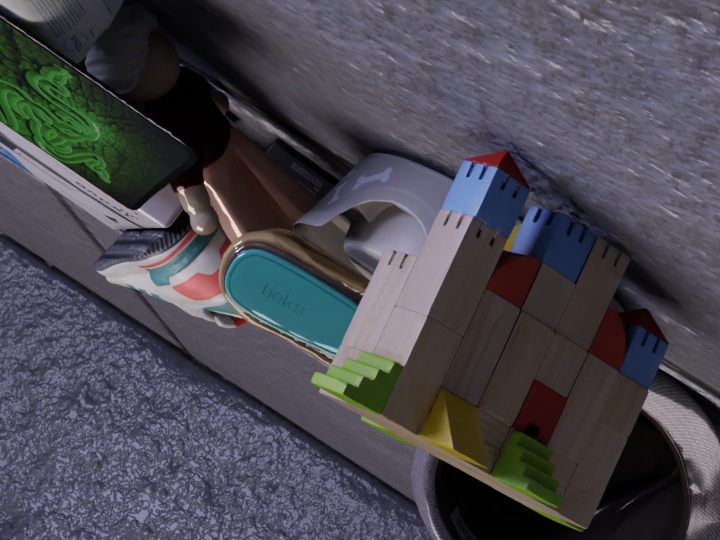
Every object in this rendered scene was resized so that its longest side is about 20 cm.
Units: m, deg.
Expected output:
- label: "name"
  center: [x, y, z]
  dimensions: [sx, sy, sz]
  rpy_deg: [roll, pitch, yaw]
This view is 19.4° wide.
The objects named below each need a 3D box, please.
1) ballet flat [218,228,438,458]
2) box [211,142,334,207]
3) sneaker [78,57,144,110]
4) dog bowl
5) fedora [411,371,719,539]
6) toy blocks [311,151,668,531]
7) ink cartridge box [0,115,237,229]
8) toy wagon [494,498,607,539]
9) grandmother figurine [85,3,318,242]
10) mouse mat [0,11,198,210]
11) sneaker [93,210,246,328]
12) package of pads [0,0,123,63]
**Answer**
- label: "ballet flat"
  center: [0.016, 0.037, 1.145]
  dimensions: [0.200, 0.069, 0.063]
  rpy_deg: [36, -161, 2]
- label: "box"
  center: [0.000, 0.000, 1.369]
  dimensions: [0.200, 0.050, 0.158]
  rpy_deg: [36, 172, -8]
- label: "sneaker"
  center: [-0.194, -0.132, 1.221]
  dimensions: [0.200, 0.077, 0.082]
  rpy_deg: [38, 179, -5]
- label: "dog bowl"
  center: [0.061, 0.008, 1.160]
  dimensions: [0.200, 0.059, 0.200]
  rpy_deg: [33, 172, 5]
- label: "fedora"
  center: [0.135, 0.122, 1.290]
  dimensions: [0.090, 0.199, 0.178]
  rpy_deg: [-45, -59, -66]
- label: "toy blocks"
  center: [0.075, 0.031, 1.013]
  dimensions: [0.200, 0.137, 0.100]
  rpy_deg: [32, 170, -37]
- label: "ink cartridge box"
  center: [-0.179, -0.099, 1.375]
  dimensions: [0.144, 0.084, 0.200]
  rpy_deg: [35, 171, -14]
- label: "toy wagon"
  center: [0.150, 0.152, 1.376]
  dimensions: [0.199, 0.156, 0.040]
  rpy_deg: [-6, 140, -4]
- label: "grandmother figurine"
  center: [-0.088, -0.073, 1.208]
  dimensions: [0.200, 0.060, 0.121]
  rpy_deg: [51, -167, -32]
- label: "mouse mat"
  center: [-0.171, -0.091, 1.142]
  dimensions: [0.161, 0.008, 0.200]
  rpy_deg: [35, 166, -10]
- label: "sneaker"
  center: [-0.116, 0.004, 1.418]
  dimensions: [0.093, 0.070, 0.200]
  rpy_deg: [45, 167, -12]
- label: "package of pads"
  center: [-0.222, -0.193, 1.066]
  dimensions: [0.200, 0.068, 0.155]
  rpy_deg: [32, 171, 17]
